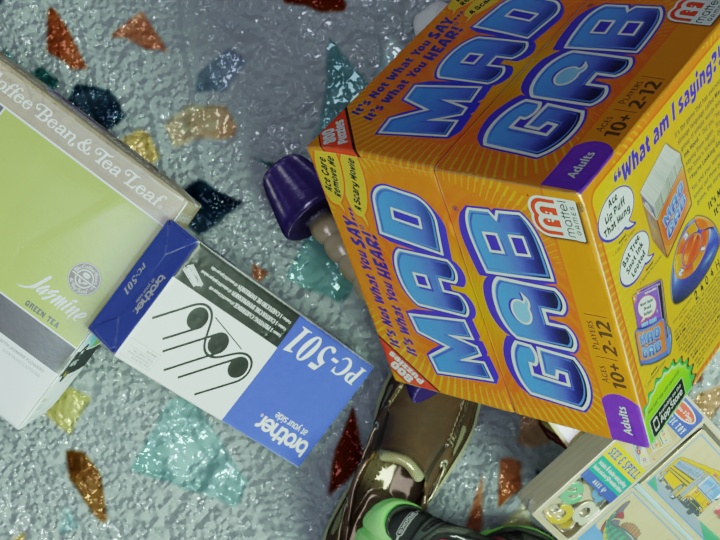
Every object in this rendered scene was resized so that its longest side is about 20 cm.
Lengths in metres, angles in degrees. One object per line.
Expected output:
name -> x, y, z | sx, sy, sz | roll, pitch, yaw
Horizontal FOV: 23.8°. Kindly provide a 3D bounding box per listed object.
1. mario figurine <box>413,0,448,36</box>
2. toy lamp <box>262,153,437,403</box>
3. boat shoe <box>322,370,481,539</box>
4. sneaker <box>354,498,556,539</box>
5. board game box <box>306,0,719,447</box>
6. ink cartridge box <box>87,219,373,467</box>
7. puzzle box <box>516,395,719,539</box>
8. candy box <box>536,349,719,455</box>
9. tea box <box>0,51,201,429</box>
mario figurine -> 0.120, -0.172, 1.246 | 0.123, 0.106, 0.200 | 25, 102, -37
toy lamp -> 0.000, 0.000, 1.221 | 0.058, 0.058, 0.200 | -39, 73, -1
boat shoe -> 0.037, 0.134, 1.232 | 0.075, 0.075, 0.203 | 23, 90, -1
sneaker -> 0.085, 0.218, 1.203 | 0.200, 0.084, 0.077 | 16, 101, -35
board game box -> 0.126, -0.045, 1.088 | 0.200, 0.200, 0.200 | -48, 134, -33
ink cartridge box -> -0.085, 0.054, 1.186 | 0.094, 0.044, 0.200 | -53, 133, 0
puzzle box -> 0.213, 0.166, 1.199 | 0.133, 0.025, 0.200 | -44, 128, 4
candy box -> 0.208, 0.048, 1.214 | 0.200, 0.115, 0.055 | -35, 92, -1
tea box -> -0.250, -0.030, 1.198 | 0.200, 0.134, 0.197 | 38, 90, -1
